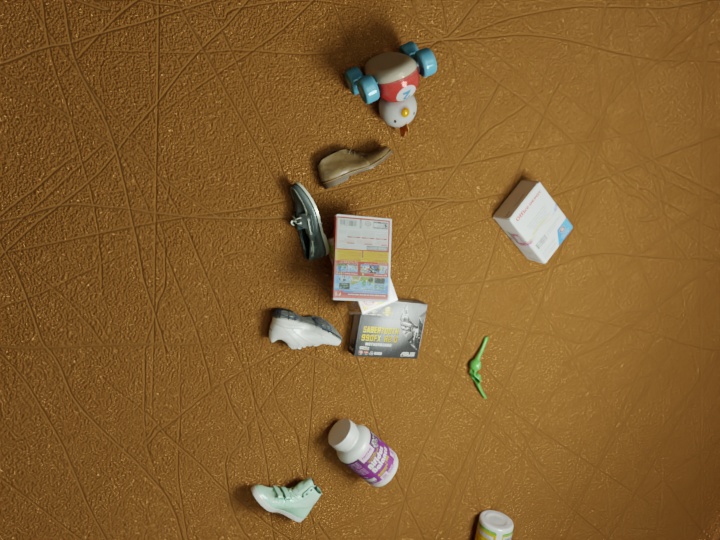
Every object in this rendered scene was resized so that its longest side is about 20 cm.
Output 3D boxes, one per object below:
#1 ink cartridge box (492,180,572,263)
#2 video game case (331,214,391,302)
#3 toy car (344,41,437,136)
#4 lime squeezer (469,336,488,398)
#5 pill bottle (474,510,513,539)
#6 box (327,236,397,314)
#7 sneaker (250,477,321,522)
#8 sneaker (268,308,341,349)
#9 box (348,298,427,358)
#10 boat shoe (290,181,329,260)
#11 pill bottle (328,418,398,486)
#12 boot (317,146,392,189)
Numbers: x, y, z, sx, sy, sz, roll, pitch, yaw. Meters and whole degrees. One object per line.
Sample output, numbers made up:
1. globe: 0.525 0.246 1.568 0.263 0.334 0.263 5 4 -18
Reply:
1. ink cartridge box: 0.500 -0.142 1.686 0.145 0.085 0.200 -50 118 -7
2. video game case: 0.004 -0.028 1.381 0.142 0.017 0.202 3 85 -18
3. toy car: 0.090 -0.412 1.399 0.183 0.177 0.201 -27 124 -6
4. lime squeezer: 0.356 0.303 1.757 0.070 0.037 0.202 -20 112 -53
5. pill bottle: 0.421 0.893 1.872 0.110 0.111 0.202 4 100 -25
6. box: 0.000 0.000 1.447 0.101 0.112 0.202 -20 95 -19
7. sneaker: -0.192 0.580 1.538 0.118 0.074 0.200 -50 126 0
8. sneaker: -0.142 0.160 1.478 0.198 0.075 0.088 18 106 -20
9. box: 0.075 0.155 1.578 0.198 0.048 0.160 7 99 -26
10. boat shoe: -0.134 -0.115 1.408 0.061 0.073 0.201 -29 117 -20
11. pill bottle: 0.005 0.494 1.589 0.112 0.112 0.200 -48 116 -8
12. boot: -0.013 -0.274 1.432 0.199 0.074 0.076 -27 102 -15
